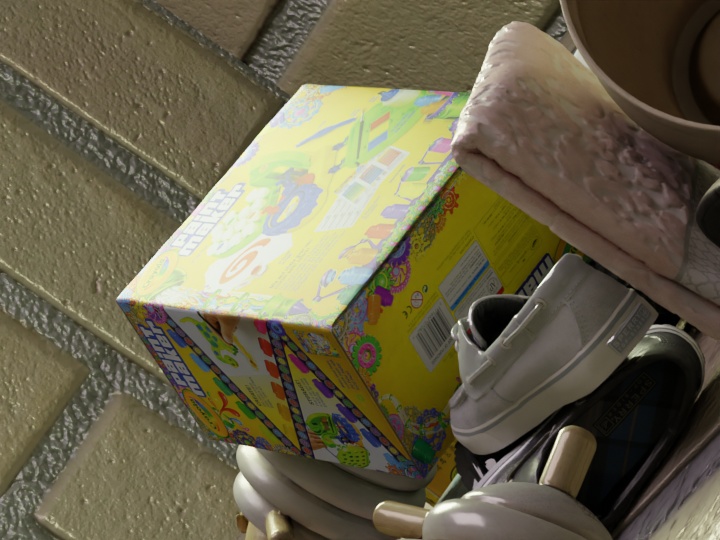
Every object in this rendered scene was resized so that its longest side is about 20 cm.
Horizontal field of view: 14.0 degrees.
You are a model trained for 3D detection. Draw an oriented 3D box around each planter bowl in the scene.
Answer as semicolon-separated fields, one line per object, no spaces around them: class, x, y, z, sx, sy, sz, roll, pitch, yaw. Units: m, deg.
planter bowl;0.214;-0.136;1.558;0.201;0.200;0.135;-56;-24;-13

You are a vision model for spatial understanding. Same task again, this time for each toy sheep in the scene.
toy sheep;-0.012;0.114;1.834;0.201;0.137;0.138;-57;2;11
toy sheep;0.053;0.157;1.238;0.138;0.137;0.201;137;153;-77

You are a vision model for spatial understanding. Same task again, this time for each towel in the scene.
towel;0.139;-0.048;1.527;0.032;0.191;0.200;-55;4;21

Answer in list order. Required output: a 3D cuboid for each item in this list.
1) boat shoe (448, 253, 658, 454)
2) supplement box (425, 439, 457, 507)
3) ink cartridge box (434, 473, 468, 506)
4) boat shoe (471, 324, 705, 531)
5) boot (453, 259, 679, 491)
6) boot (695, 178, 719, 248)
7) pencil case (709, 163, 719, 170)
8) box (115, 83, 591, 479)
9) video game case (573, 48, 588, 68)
boat shoe;0.083;0.041;1.517;0.072;0.069;0.200;-47;3;-20
supplement box;0.088;0.062;1.973;0.200;0.109;0.109;-55;2;-6
ink cartridge box;0.029;0.217;1.807;0.200;0.047;0.160;-54;3;7
boat shoe;0.109;0.115;1.514;0.200;0.070;0.066;-48;2;7
boot;0.134;0.046;1.650;0.158;0.079;0.211;-54;3;29
boot;0.244;-0.086;1.362;0.151;0.073;0.200;-58;7;-29
pencil case;0.256;-0.143;1.716;0.200;0.087;0.088;-53;4;39
box;0.000;0.000;1.735;0.192;0.122;0.200;8;49;46
video game case;0.182;-0.092;1.804;0.023;0.183;0.200;-2;34;27
